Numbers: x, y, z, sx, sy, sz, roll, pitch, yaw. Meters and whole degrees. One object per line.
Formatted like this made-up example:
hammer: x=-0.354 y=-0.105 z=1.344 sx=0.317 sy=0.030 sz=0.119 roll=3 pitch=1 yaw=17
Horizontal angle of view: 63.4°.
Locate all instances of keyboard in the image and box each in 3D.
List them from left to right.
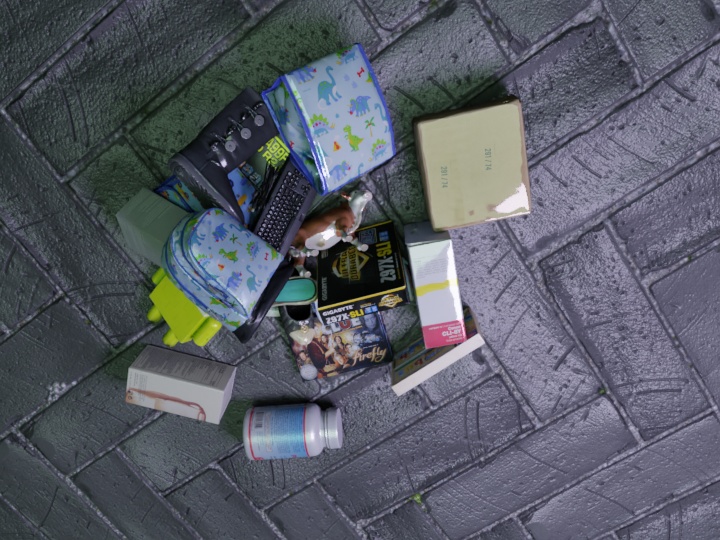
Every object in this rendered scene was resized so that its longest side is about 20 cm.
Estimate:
keyboard: x=-0.142 y=-0.116 z=1.025 sx=0.103 sy=0.040 sz=0.202 roll=27 pitch=82 yaw=-16

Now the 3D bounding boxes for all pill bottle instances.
pill bottle: x=-0.141 y=0.340 z=1.237 sx=0.197 sy=0.109 sz=0.110 roll=-5 pitch=109 yaw=5

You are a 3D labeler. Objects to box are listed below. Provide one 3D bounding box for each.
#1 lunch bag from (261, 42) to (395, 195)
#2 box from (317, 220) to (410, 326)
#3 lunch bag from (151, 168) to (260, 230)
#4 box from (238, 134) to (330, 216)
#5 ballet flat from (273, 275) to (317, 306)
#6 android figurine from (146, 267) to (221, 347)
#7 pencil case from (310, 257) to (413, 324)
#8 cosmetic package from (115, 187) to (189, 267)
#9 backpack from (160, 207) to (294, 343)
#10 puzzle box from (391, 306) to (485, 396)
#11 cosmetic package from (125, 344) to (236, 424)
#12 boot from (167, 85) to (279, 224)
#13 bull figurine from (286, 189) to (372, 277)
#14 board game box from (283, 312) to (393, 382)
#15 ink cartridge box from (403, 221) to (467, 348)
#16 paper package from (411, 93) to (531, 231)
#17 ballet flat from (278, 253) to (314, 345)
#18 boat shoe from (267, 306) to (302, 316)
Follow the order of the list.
lunch bag: x=-0.044 y=-0.252 z=0.993 sx=0.169 sy=0.127 sz=0.201 roll=-33 pitch=102 yaw=-23
box: x=0.000 y=0.000 z=1.065 sx=0.158 sy=0.201 sz=0.050 roll=-13 pitch=128 yaw=6
lunch bag: x=-0.296 y=-0.118 z=1.091 sx=0.199 sy=0.094 sz=0.151 roll=-19 pitch=120 yaw=38
box: x=-0.139 y=-0.203 z=1.085 sx=0.160 sy=0.044 sz=0.200 roll=-41 pitch=103 yaw=15
ballet flat: x=-0.174 y=0.040 z=1.068 sx=0.197 sy=0.070 sz=0.070 roll=2 pitch=109 yaw=-5
android figurine: x=-0.342 y=0.055 z=1.150 sx=0.200 sy=0.041 sz=0.182 roll=-46 pitch=75 yaw=22
pencil case: x=0.004 y=0.039 z=1.126 sx=0.198 sy=0.083 sz=0.092 roll=-16 pitch=85 yaw=6
cosmetic package: x=-0.334 y=-0.052 z=1.064 sx=0.199 sy=0.091 sz=0.107 roll=28 pitch=148 yaw=7
backpack: x=-0.220 y=-0.007 z=0.943 sx=0.199 sy=0.164 sz=0.154 roll=34 pitch=149 yaw=-5
puzzle box: x=0.146 y=0.157 z=1.147 sx=0.199 sy=0.133 sz=0.026 roll=-35 pitch=104 yaw=13
cosmetic package: x=-0.372 y=0.237 z=1.218 sx=0.198 sy=0.104 sz=0.088 roll=14 pitch=111 yaw=0
boot: x=-0.201 y=-0.190 z=0.993 sx=0.065 sy=0.201 sz=0.165 roll=-3 pitch=133 yaw=50
bull figurine: x=-0.054 y=-0.072 z=1.075 sx=0.199 sy=0.122 sz=0.065 roll=-29 pitch=132 yaw=2
board game box: x=-0.044 y=0.144 z=1.204 sx=0.198 sy=0.035 sz=0.137 roll=-15 pitch=107 yaw=8
ink cartridge box: x=0.139 y=0.021 z=1.094 sx=0.082 sy=0.145 sz=0.202 roll=-10 pitch=108 yaw=5
paper package: x=0.198 y=-0.191 z=1.042 sx=0.188 sy=0.104 sz=0.202 roll=-10 pitch=109 yaw=8
ballet flat: x=-0.125 y=0.043 z=1.117 sx=0.066 sy=0.057 sz=0.202 roll=-6 pitch=77 yaw=-28
boat shoe: x=-0.207 y=0.040 z=1.158 sx=0.198 sy=0.070 sz=0.072 roll=9 pitch=115 yaw=3
